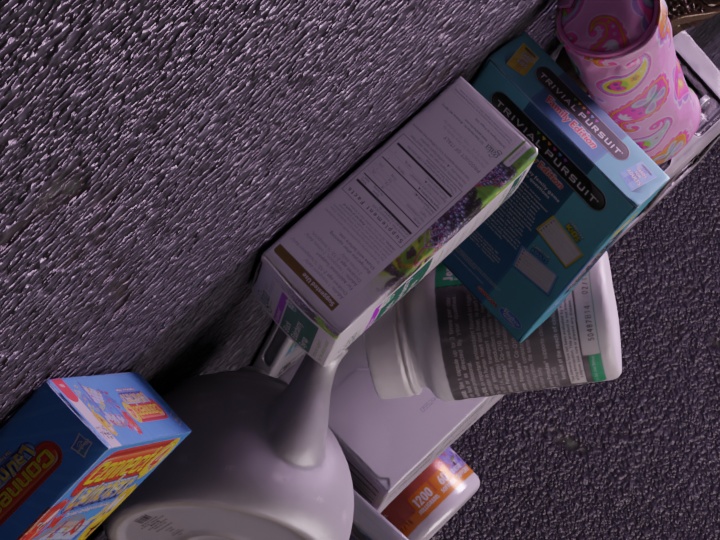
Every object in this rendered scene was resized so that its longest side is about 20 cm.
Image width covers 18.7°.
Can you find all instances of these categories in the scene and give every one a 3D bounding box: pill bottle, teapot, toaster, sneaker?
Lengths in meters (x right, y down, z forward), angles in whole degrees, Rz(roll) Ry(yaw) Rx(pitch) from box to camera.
[{"bbox_3d":[0.007,0.164,2.036,0.112,0.200,0.112,-44,173,-7],"label":"pill bottle"},{"bbox_3d":[-0.093,0.140,1.596,0.198,0.198,0.147,69,24,-56],"label":"teapot"},{"bbox_3d":[0.107,0.045,1.771,0.198,0.114,0.113,-8,177,9],"label":"pill bottle"},{"bbox_3d":[0.258,-0.120,2.162,0.181,0.119,0.200,-40,172,-23],"label":"toaster"},{"bbox_3d":[0.230,-0.212,1.782,0.200,0.071,0.075,-35,-174,-27],"label":"sneaker"}]

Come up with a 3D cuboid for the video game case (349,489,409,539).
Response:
[{"bbox_3d":[-0.040,0.182,1.879,0.023,0.200,0.182,-47,173,-10],"label":"video game case"}]

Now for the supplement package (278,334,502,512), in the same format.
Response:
[{"bbox_3d":[0.031,0.090,1.933,0.200,0.156,0.111,-42,170,-21],"label":"supplement package"}]

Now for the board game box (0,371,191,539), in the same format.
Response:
[{"bbox_3d":[-0.212,0.152,1.351,0.196,0.056,0.200,-45,172,6],"label":"board game box"}]

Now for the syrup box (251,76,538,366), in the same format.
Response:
[{"bbox_3d":[0.022,-0.033,1.509,0.200,0.081,0.079,-43,172,-20],"label":"syrup box"}]

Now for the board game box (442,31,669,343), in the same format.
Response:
[{"bbox_3d":[0.120,-0.058,1.627,0.047,0.151,0.200,-38,170,-37],"label":"board game box"}]

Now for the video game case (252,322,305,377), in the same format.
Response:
[{"bbox_3d":[0.000,0.000,1.794,0.200,0.024,0.182,-40,171,-26],"label":"video game case"}]

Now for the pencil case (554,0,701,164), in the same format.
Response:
[{"bbox_3d":[0.199,-0.150,1.630,0.087,0.087,0.200,-44,154,-3],"label":"pencil case"}]

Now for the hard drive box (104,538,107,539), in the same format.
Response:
[{"bbox_3d":[-0.155,0.242,1.829,0.199,0.077,0.156,-24,174,6],"label":"hard drive box"}]
